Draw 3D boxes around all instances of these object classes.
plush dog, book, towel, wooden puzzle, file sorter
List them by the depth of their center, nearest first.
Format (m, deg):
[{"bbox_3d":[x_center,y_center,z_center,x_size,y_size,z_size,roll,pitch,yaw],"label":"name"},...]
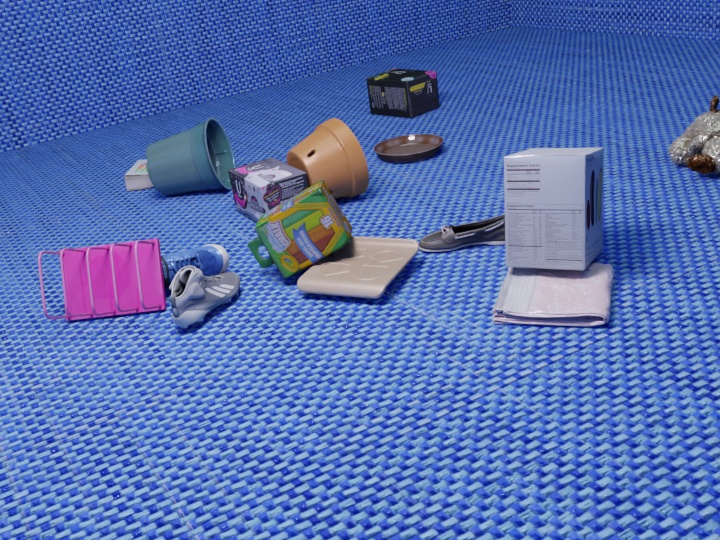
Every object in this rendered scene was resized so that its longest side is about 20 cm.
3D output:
[{"bbox_3d":[0.337,0.036,1.431,0.190,0.032,0.200,1,26,19],"label":"towel"},{"bbox_3d":[-0.491,0.018,1.568,0.199,0.140,0.125,-7,-1,4],"label":"file sorter"},{"bbox_3d":[0.000,0.000,1.615,0.185,0.046,0.200,4,31,26],"label":"wooden puzzle"},{"bbox_3d":[0.824,-0.287,1.880,0.199,0.161,0.172,-7,47,4],"label":"plush dog"},{"bbox_3d":[-0.620,-0.295,2.487,0.133,0.048,0.200,-5,22,-1],"label":"book"}]

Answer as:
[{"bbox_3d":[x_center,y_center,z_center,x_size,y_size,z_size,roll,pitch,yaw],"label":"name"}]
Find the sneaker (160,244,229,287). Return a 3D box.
[{"bbox_3d":[-0.365,-0.004,1.662,0.199,0.077,0.111,-5,9,34],"label":"sneaker"}]

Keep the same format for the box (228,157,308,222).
[{"bbox_3d":[-0.225,-0.195,2.032,0.132,0.115,0.200,-20,26,-24],"label":"box"}]

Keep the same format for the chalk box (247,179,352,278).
[{"bbox_3d":[-0.132,-0.074,1.666,0.200,0.125,0.124,-30,13,8],"label":"chalk box"}]

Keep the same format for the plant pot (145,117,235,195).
[{"bbox_3d":[-0.472,-0.301,2.281,0.195,0.201,0.200,-11,23,12],"label":"plant pot"}]

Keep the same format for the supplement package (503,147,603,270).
[{"bbox_3d":[0.358,-0.118,1.513,0.147,0.201,0.191,2,13,25],"label":"supplement package"}]

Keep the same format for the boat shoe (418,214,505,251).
[{"bbox_3d":[0.217,-0.081,1.699,0.199,0.057,0.067,-6,24,5],"label":"boat shoe"}]

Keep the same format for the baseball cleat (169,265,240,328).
[{"bbox_3d":[-0.291,0.027,1.567,0.070,0.107,0.200,2,26,21],"label":"baseball cleat"}]

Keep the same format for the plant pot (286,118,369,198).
[{"bbox_3d":[-0.091,-0.257,2.037,0.140,0.201,0.200,-26,29,-21],"label":"plant pot"}]

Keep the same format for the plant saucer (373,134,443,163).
[{"bbox_3d":[0.137,-0.344,2.346,0.200,0.035,0.200,-7,25,3],"label":"plant saucer"}]

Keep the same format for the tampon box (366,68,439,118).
[{"bbox_3d":[0.144,-0.607,2.816,0.150,0.127,0.200,-28,31,-36],"label":"tampon box"}]
